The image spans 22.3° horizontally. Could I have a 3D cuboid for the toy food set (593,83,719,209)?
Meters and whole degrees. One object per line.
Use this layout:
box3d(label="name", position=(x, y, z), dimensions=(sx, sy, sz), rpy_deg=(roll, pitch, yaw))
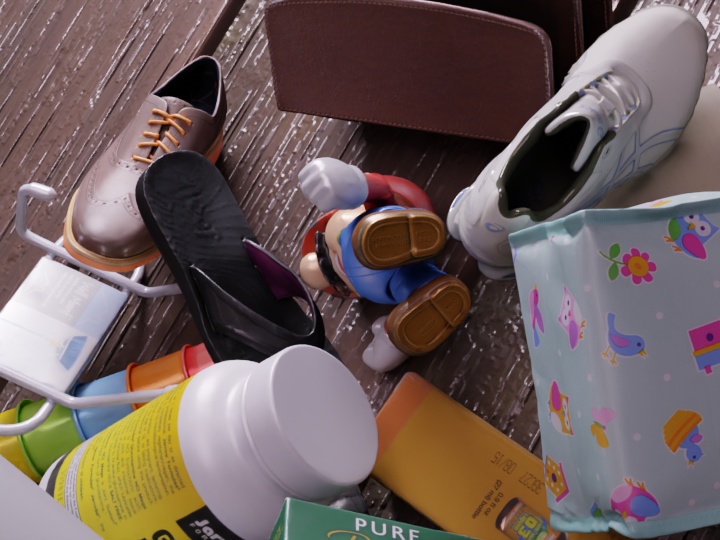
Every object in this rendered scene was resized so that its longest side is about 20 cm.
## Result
box3d(label="toy food set", position=(0.179, -0.007, 1.071), dimensions=(0.143, 0.060, 0.200), rpy_deg=(-22, 59, 0))

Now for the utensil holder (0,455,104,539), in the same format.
box3d(label="utensil holder", position=(-0.207, 0.195, 0.981), dimensions=(0.200, 0.170, 0.170), rpy_deg=(38, 84, 6))

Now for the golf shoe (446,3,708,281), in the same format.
box3d(label="golf shoe", position=(0.135, -0.079, 1.022), dimensions=(0.078, 0.097, 0.200), rpy_deg=(40, 77, 4))

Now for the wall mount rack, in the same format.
box3d(label="wall mount rack", position=(-0.168, 0.027, 1.163), dimensions=(0.173, 0.075, 0.200), rpy_deg=(23, 44, 4))

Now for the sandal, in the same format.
box3d(label="sandal", position=(-0.069, 0.014, 1.113), dimensions=(0.075, 0.048, 0.201), rpy_deg=(-34, 90, -35))

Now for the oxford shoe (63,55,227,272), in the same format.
box3d(label="oxford shoe", position=(-0.138, -0.073, 1.176), dimensions=(0.071, 0.073, 0.200), rpy_deg=(20, 38, 1))

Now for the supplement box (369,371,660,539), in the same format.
box3d(label="supplement box", position=(0.090, 0.139, 1.029), dimensions=(0.200, 0.069, 0.067), rpy_deg=(34, 84, 35))

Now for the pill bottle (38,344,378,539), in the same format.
box3d(label="pill bottle", position=(-0.089, 0.121, 1.056), dimensions=(0.200, 0.112, 0.113), rpy_deg=(-32, 54, 35))

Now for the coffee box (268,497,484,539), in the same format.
box3d(label="coffee box", position=(0.010, 0.211, 0.909), dimensions=(0.123, 0.044, 0.200), rpy_deg=(12, 41, -12))

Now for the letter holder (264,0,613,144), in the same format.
box3d(label="letter holder", position=(0.047, -0.171, 1.136), dimensions=(0.200, 0.142, 0.101), rpy_deg=(11, 36, 28))

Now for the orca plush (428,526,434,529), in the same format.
box3d(label="orca plush", position=(0.057, 0.237, 0.996), dimensions=(0.105, 0.071, 0.200), rpy_deg=(-38, 35, -4))

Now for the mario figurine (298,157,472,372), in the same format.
box3d(label="mario figurine", position=(0.000, 0.000, 1.079), dimensions=(0.106, 0.200, 0.124), rpy_deg=(12, 95, -10))

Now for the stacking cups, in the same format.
box3d(label="stacking cups", position=(-0.155, 0.092, 1.178), dimensions=(0.200, 0.061, 0.061), rpy_deg=(-20, 59, 9))

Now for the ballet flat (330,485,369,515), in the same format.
box3d(label="ballet flat", position=(-0.029, 0.190, 1.055), dimensions=(0.066, 0.057, 0.200), rpy_deg=(-24, 48, 31))

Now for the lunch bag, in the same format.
box3d(label="lunch bag", position=(0.195, 0.044, 0.949), dimensions=(0.199, 0.122, 0.171), rpy_deg=(-6, 86, -17))
